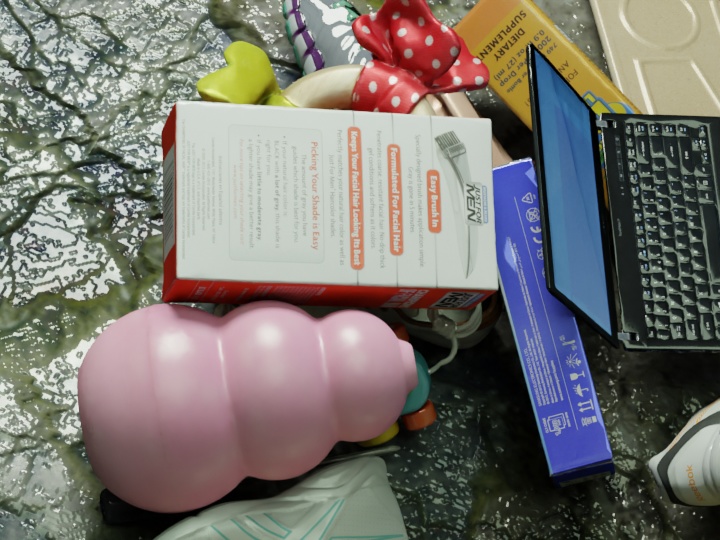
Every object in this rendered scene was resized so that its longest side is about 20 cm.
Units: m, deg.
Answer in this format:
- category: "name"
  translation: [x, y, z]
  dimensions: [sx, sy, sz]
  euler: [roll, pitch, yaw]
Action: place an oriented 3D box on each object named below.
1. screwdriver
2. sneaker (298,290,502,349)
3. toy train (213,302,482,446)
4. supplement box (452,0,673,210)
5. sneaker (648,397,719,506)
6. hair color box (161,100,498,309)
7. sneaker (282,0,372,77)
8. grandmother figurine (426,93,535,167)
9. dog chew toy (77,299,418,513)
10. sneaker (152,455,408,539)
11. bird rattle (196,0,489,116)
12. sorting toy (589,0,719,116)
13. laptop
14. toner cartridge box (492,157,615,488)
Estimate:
- category: "screwdriver"
  translation: [-0.069, 0.129, 1.179]
  dimensions: [0.199, 0.028, 0.029]
  euler: [-12, 33, -22]
- category: "sneaker"
  translation: [0.000, 0.000, 1.234]
  dimensions: [0.198, 0.085, 0.073]
  euler: [10, 76, -6]
- category: "toy train"
  translation: [-0.029, 0.035, 1.175]
  dimensions: [0.199, 0.151, 0.056]
  euler: [22, 19, -2]
- category: "supplement box"
  translation: [0.153, -0.117, 1.331]
  dimensions: [0.200, 0.069, 0.067]
  euler: [45, 100, 2]
- category: "sneaker"
  translation: [0.265, 0.099, 1.250]
  dimensions: [0.199, 0.080, 0.074]
  euler: [-26, 97, -44]
- category: "hair color box"
  translation: [-0.020, -0.037, 1.132]
  dimensions: [0.198, 0.064, 0.112]
  euler: [2, 76, -14]
- category: "sneaker"
  translation: [0.004, -0.147, 1.325]
  dimensions: [0.087, 0.074, 0.201]
  euler: [-22, 66, 23]
- category: "grandmother figurine"
  translation: [0.097, -0.055, 1.314]
  dimensions: [0.121, 0.061, 0.200]
  euler: [-23, 65, -27]
- category: "dog chew toy"
  translation: [-0.065, 0.074, 1.108]
  dimensions: [0.198, 0.125, 0.125]
  euler: [-10, 60, -1]
- category: "sneaker"
  translation: [-0.059, 0.178, 1.124]
  dimensions: [0.199, 0.070, 0.081]
  euler: [-18, 72, -21]
- category: "bird rattle"
  translation: [-0.006, -0.089, 1.229]
  dimensions: [0.199, 0.113, 0.164]
  euler: [-13, 74, -7]
- category: "sorting toy"
  translation: [0.275, -0.161, 1.443]
  dimensions: [0.184, 0.037, 0.201]
  euler: [-2, 54, -15]
- category: "laptop"
  translation: [0.200, -0.046, 1.212]
  dimensions: [0.198, 0.103, 0.179]
  euler: [1, 66, -8]
- category: "toner cartridge box"
  translation: [0.119, 0.036, 1.207]
  dimensions: [0.043, 0.095, 0.201]
  euler: [-15, 77, 4]
